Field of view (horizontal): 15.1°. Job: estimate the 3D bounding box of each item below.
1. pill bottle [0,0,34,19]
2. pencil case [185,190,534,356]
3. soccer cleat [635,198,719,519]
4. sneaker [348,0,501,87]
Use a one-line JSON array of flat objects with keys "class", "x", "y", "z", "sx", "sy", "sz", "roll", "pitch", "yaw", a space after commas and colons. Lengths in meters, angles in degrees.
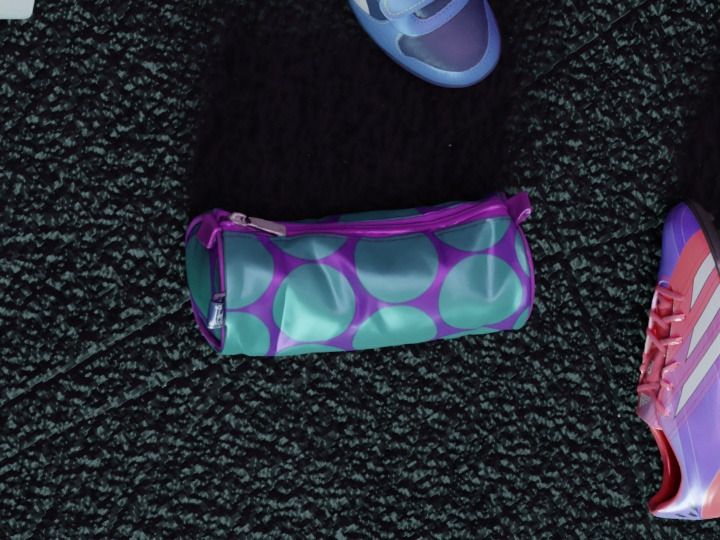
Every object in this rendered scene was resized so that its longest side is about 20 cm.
[{"class": "pill bottle", "x": -0.282, "y": -0.191, "z": 1.516, "sx": 0.199, "sy": 0.114, "sz": 0.114, "roll": 1, "pitch": 97, "yaw": -12}, {"class": "pencil case", "x": 0.000, "y": 0.000, "z": 1.613, "sx": 0.199, "sy": 0.085, "sz": 0.093, "roll": -5, "pitch": 127, "yaw": -12}, {"class": "soccer cleat", "x": 0.201, "y": 0.057, "z": 1.675, "sx": 0.073, "sy": 0.068, "sz": 0.201, "roll": -11, "pitch": 102, "yaw": -6}, {"class": "sneaker", "x": 0.019, "y": -0.192, "z": 1.595, "sx": 0.074, "sy": 0.082, "sz": 0.200, "roll": -35, "pitch": 104, "yaw": -7}]
